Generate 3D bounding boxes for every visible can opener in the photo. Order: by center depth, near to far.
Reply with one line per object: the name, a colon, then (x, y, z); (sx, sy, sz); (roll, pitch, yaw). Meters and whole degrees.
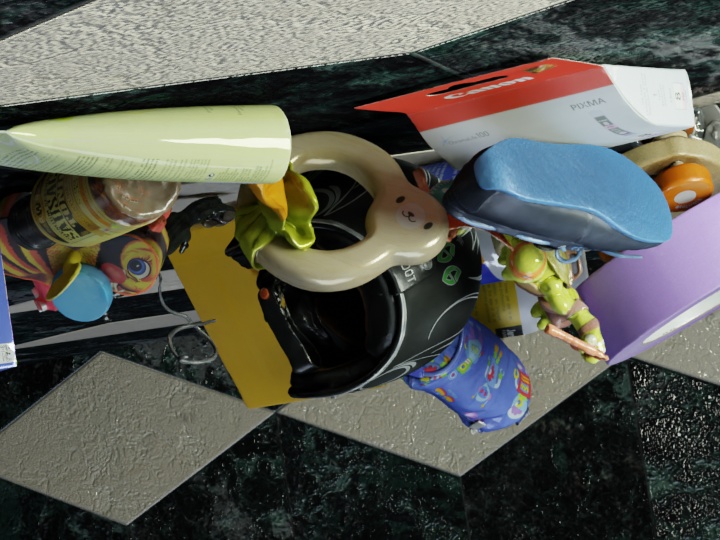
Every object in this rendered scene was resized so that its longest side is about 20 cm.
can opener: (0.242, -0.097, 1.691); (0.066, 0.053, 0.200); (-6, 175, -44)

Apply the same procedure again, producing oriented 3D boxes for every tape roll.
tape roll: (0.269, -0.002, 1.613); (0.200, 0.066, 0.200); (-30, 170, -6)

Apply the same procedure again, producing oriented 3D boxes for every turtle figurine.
turtle figurine: (0.126, -0.008, 1.511); (0.064, 0.200, 0.161); (-48, 169, 2)

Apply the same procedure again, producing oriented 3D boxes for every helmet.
helmet: (0.000, 0.000, 1.597); (0.199, 0.201, 0.191); (-11, -167, 27)

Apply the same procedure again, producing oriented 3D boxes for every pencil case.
pencil case: (0.088, 0.087, 1.783); (0.078, 0.087, 0.200); (9, 165, 27)

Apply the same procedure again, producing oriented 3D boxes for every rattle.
rattle: (0.013, -0.065, 1.383); (0.199, 0.130, 0.143); (5, 133, 2)

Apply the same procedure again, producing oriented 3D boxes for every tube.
tube: (-0.140, -0.079, 1.228); (0.199, 0.052, 0.058); (-3, 132, -29)

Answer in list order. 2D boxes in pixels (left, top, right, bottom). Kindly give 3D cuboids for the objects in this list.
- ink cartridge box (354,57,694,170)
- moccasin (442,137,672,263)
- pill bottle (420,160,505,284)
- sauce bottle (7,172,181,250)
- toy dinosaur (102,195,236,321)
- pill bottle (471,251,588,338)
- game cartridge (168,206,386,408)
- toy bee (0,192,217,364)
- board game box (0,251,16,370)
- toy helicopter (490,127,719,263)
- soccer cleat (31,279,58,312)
ink cartridge box: (0.117, -0.105, 1.383); (0.162, 0.057, 0.200); (-12, 180, 34)
moccasin: (0.137, -0.052, 1.405); (0.200, 0.081, 0.068); (16, 145, -39)
pill bottle: (0.087, -0.040, 1.720); (0.199, 0.113, 0.112); (-11, 175, 26)
sauce bottle: (-0.190, -0.047, 1.374); (0.066, 0.066, 0.200); (-6, 173, -31)
toy dinosaur: (-0.189, -0.006, 1.681); (0.200, 0.048, 0.088); (-42, -177, -42)
pill bottle: (0.112, 0.010, 1.862); (0.199, 0.112, 0.111); (-9, 176, 6)
game cartridge: (-0.070, 0.029, 1.835); (0.176, 0.200, 0.032); (-11, -152, 30)
toy bee: (-0.189, -0.020, 1.513); (0.199, 0.131, 0.109); (11, 128, -24)
board game box: (-0.325, 0.020, 1.508); (0.045, 0.135, 0.200); (-6, 175, -32)
toy helicopter: (0.202, -0.050, 1.608); (0.199, 0.079, 0.132); (-21, 149, 17)
soccer cleat: (-0.244, -0.013, 1.644); (0.076, 0.067, 0.200); (-29, -172, -4)
